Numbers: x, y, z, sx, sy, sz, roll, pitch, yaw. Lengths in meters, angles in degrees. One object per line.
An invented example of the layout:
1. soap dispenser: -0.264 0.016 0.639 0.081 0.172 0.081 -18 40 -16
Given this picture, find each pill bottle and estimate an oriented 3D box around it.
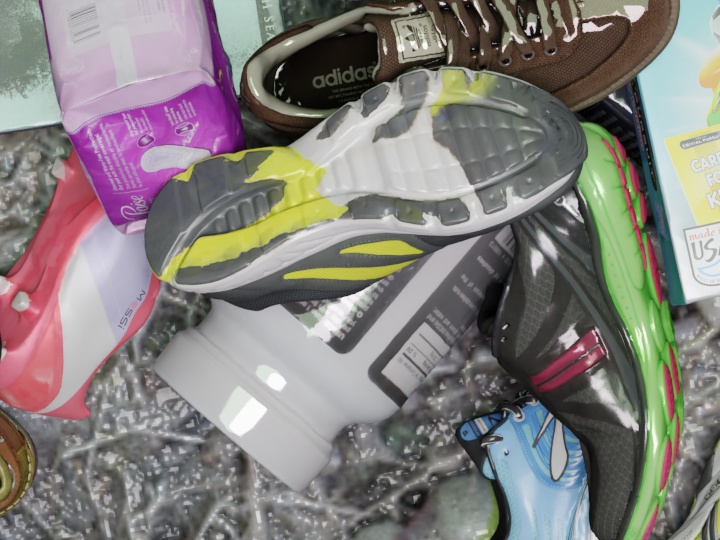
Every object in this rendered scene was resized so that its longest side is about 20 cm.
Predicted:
1. pill bottle: 0.000 0.000 1.398 0.116 0.116 0.200 41 88 -1

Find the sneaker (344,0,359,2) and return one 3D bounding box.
1. sneaker: 0.013 -0.181 1.378 0.085 0.200 0.078 -5 122 -15

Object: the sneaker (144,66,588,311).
1. sneaker: 0.006 -0.033 1.297 0.200 0.085 0.075 -13 71 15

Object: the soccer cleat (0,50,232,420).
1. soccer cleat: -0.116 -0.020 1.420 0.076 0.067 0.200 32 90 -41

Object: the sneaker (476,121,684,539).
1. sneaker: 0.099 0.032 1.348 0.084 0.077 0.200 -10 99 16

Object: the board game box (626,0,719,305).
1. board game box: 0.196 -0.097 1.338 0.151 0.047 0.200 -12 89 -3

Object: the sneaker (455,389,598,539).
1. sneaker: 0.092 0.073 1.422 0.090 0.078 0.200 10 88 1

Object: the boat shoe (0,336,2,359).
1. boat shoe: -0.232 -0.021 1.398 0.074 0.063 0.201 -43 75 7

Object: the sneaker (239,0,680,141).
1. sneaker: 0.042 -0.095 1.302 0.200 0.076 0.071 -16 85 19

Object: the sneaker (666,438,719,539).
1. sneaker: 0.181 0.150 1.404 0.075 0.076 0.200 30 81 -29

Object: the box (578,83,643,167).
1. box: 0.200 -0.096 1.414 0.200 0.104 0.148 41 88 0

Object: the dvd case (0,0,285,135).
1. dvd case: -0.141 -0.144 1.444 0.200 0.022 0.146 -8 89 -4

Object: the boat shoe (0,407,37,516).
1. boat shoe: -0.243 0.050 1.413 0.200 0.068 0.072 29 90 0

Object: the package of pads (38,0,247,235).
1. package of pads: -0.107 -0.130 1.337 0.076 0.121 0.200 -15 60 3
